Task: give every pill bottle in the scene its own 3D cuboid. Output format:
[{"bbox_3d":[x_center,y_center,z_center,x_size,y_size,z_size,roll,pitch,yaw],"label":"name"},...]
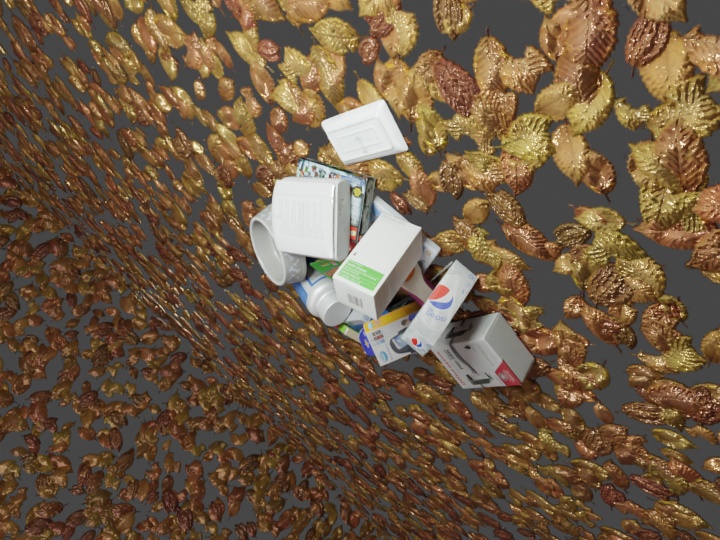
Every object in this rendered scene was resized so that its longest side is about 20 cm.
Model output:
[{"bbox_3d":[-0.105,0.047,1.495,0.201,0.110,0.114,51,161,40],"label":"pill bottle"}]

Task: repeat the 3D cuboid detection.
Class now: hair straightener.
[{"bbox_3d":[0.084,0.106,1.493,0.077,0.041,0.200,42,154,2],"label":"hair straightener"}]

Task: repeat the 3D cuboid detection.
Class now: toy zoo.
[{"bbox_3d":[-0.031,0.160,1.574,0.129,0.021,0.199,33,177,-30],"label":"toy zoo"}]

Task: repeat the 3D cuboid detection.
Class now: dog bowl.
[{"bbox_3d":[-0.208,-0.056,1.434,0.199,0.058,0.205,41,144,38],"label":"dog bowl"}]

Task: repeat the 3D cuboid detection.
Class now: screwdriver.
[{"bbox_3d":[0.164,0.026,1.333,0.028,0.029,0.200,18,148,-20],"label":"screwdriver"}]

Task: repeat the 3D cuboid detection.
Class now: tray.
[{"bbox_3d":[0.001,-0.265,1.157,0.197,0.022,0.109,-1,129,50],"label":"tray"}]

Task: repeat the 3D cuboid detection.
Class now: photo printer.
[{"bbox_3d":[-0.114,-0.115,1.260,0.195,0.069,0.173,8,102,35],"label":"photo printer"}]

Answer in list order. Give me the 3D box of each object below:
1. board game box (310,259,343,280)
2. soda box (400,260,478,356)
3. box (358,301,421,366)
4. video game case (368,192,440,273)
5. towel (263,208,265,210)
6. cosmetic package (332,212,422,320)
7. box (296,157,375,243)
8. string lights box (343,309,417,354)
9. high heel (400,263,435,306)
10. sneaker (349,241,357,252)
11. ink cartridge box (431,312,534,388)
[{"bbox_3d":[-0.025,0.016,1.404,0.094,0.031,0.198,-10,149,43],"label":"board game box"},{"bbox_3d":[0.166,0.077,1.210,0.063,0.201,0.069,37,149,5],"label":"soda box"},{"bbox_3d":[0.095,0.155,1.421,0.042,0.195,0.121,-111,-4,-56],"label":"box"},{"bbox_3d":[0.072,-0.062,1.325,0.198,0.022,0.183,40,149,6],"label":"video game case"},{"bbox_3d":[-0.153,-0.087,1.467,0.198,0.024,0.146,33,175,45],"label":"towel"},{"bbox_3d":[0.040,-0.012,1.206,0.105,0.202,0.086,21,147,24],"label":"cosmetic package"},{"bbox_3d":[-0.063,-0.157,1.283,0.196,0.039,0.142,21,111,32],"label":"box"},{"bbox_3d":[0.058,0.146,1.500,0.197,0.061,0.102,33,158,-25],"label":"string lights box"},{"bbox_3d":[0.132,0.037,1.318,0.198,0.068,0.096,37,171,7],"label":"high heel"},{"bbox_3d":[-0.076,-0.119,1.353,0.198,0.078,0.118,25,146,47],"label":"sneaker"},{"bbox_3d":[0.275,0.190,1.339,0.147,0.083,0.198,48,149,-12],"label":"ink cartridge box"}]
